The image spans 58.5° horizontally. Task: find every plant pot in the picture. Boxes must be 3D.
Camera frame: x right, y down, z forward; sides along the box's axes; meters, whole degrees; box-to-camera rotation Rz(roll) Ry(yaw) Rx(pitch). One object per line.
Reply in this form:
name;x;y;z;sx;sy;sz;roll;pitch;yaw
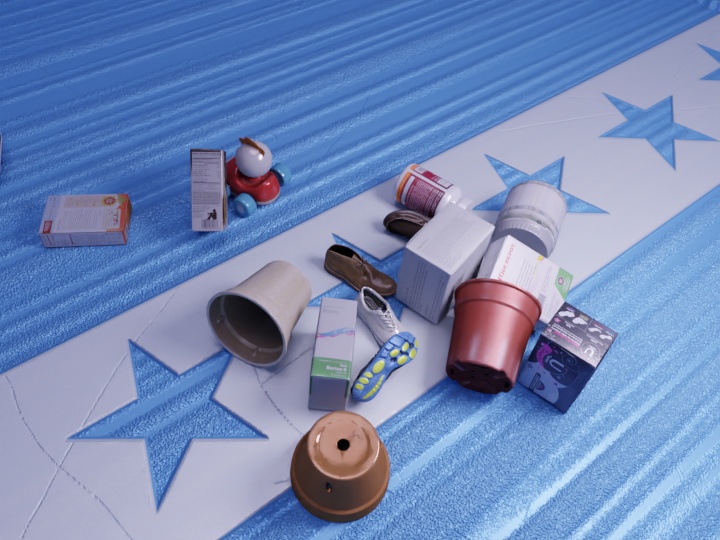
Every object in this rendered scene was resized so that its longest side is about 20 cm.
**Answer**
plant pot;0.281;0.152;1.417;0.201;0.201;0.195;17;59;8
plant pot;-0.038;0.363;1.241;0.200;0.140;0.200;2;51;-2
plant pot;-0.207;0.080;1.438;0.200;0.201;0.184;24;41;14

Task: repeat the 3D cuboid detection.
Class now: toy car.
toy car;-0.295;-0.283;1.698;0.177;0.200;0.184;30;55;18

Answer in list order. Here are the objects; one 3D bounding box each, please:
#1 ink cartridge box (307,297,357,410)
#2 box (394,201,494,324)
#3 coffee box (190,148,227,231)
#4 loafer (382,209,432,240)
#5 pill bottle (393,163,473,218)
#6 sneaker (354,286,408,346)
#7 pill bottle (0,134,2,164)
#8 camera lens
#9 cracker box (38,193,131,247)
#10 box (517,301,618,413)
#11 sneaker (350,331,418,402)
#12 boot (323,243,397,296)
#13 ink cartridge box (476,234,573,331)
ink cartridge box;-0.059;0.179;1.382;0.087;0.145;0.200;5;51;-2
box;0.197;-0.018;1.529;0.131;0.199;0.200;33;56;20
coffee box;-0.378;-0.202;1.611;0.080;0.200;0.113;0;7;-6
loafer;0.155;-0.102;1.674;0.200;0.073;0.071;11;51;4
pill bottle;0.197;-0.195;1.728;0.200;0.113;0.113;33;56;20
sneaker;0.054;0.118;1.489;0.073;0.071;0.200;-33;61;-27
pill bottle;-1.025;-0.330;1.723;0.116;0.116;0.200;-10;52;-13
camera lens;0.435;-0.122;1.659;0.160;0.160;0.200;21;52;12
cracker box;-0.692;-0.128;1.628;0.200;0.058;0.134;-2;51;-8
box;0.438;0.190;1.384;0.132;0.200;0.115;33;55;20
sneaker;0.047;0.206;1.406;0.200;0.083;0.071;-44;97;-22
boot;0.000;0.000;1.578;0.200;0.076;0.074;25;52;13
ink cartridge box;0.380;0.032;1.512;0.200;0.084;0.145;30;70;-12
